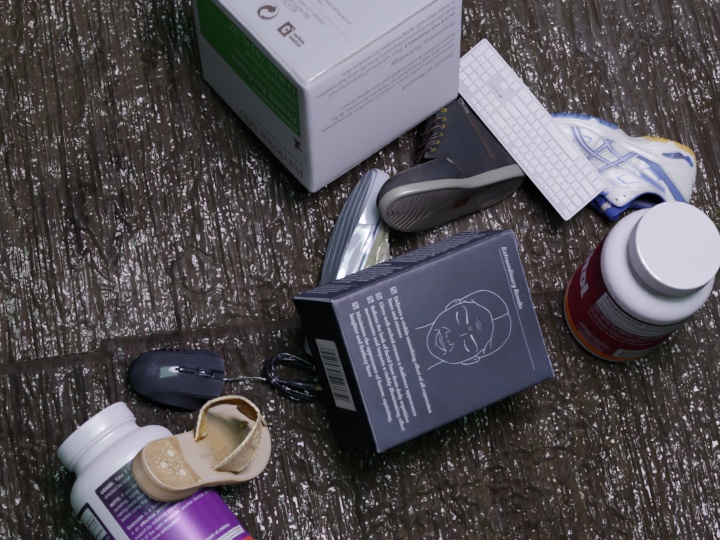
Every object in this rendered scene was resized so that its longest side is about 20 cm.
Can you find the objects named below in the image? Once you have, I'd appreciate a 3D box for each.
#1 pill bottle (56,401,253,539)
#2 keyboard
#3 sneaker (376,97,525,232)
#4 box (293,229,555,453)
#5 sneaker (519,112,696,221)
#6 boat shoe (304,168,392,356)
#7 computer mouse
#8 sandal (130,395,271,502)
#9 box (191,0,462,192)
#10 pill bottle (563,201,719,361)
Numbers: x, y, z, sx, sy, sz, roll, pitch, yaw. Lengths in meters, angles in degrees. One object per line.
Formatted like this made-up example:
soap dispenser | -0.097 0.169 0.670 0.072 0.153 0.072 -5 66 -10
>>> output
pill bottle | -0.183 0.220 1.450 0.112 0.113 0.201 -36 81 -19
keyboard | 0.167 -0.144 1.638 0.056 0.011 0.201 -40 77 10
sneaker | 0.068 -0.107 1.613 0.199 0.075 0.107 -14 63 -47
box | 0.060 0.062 1.520 0.198 0.107 0.150 -20 98 -21
sneaker | 0.250 -0.101 1.662 0.197 0.075 0.089 12 73 -3
boat shoe | 0.000 0.000 1.592 0.061 0.072 0.202 23 76 -20
computer mouse | -0.122 0.102 1.545 0.197 0.034 0.059 1 70 -10
sandal | -0.118 0.147 1.442 0.078 0.070 0.211 51 26 11
box | -0.033 -0.233 1.579 0.199 0.172 0.199 -35 63 -19
pill bottle | 0.274 0.009 1.560 0.111 0.200 0.115 3 70 -9
